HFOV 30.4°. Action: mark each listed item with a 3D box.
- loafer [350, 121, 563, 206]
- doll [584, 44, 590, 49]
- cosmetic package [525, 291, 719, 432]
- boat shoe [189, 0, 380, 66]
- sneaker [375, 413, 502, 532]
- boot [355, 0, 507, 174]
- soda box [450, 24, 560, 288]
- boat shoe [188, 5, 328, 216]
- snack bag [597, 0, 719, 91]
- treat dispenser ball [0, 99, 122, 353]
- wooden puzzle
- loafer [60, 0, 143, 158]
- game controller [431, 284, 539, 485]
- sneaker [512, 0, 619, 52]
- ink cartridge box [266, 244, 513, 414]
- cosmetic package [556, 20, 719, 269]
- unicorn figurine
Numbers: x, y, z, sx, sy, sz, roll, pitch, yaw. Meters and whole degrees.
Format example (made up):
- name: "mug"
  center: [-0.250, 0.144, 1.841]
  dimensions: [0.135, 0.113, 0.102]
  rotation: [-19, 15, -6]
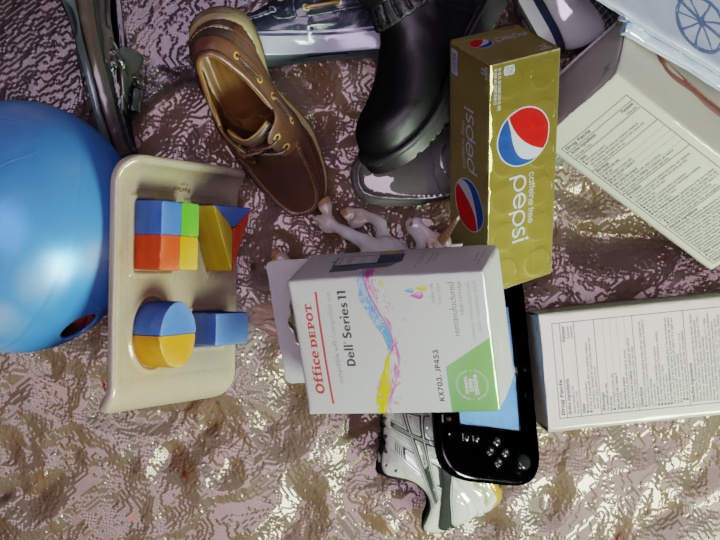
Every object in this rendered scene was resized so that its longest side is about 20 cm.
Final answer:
- name: "loafer"
  center: [0.088, -0.100, 1.145]
  dimensions: [0.197, 0.070, 0.071]
  rotation: [-15, 91, -1]
- name: "doll"
  center: [0.233, -0.242, 1.156]
  dimensions: [0.197, 0.049, 0.138]
  rotation: [4, 112, 0]
- name: "cosmetic package"
  center: [0.249, 0.077, 1.150]
  dimensions: [0.197, 0.073, 0.105]
  rotation: [-4, 91, -1]
- name: "boat shoe"
  center: [-0.052, -0.229, 1.145]
  dimensions: [0.197, 0.071, 0.092]
  rotation: [-5, 90, -9]
- name: "sneaker"
  center: [0.040, 0.136, 1.145]
  dimensions: [0.087, 0.076, 0.201]
  rotation: [-32, 89, 4]
- name: "boot"
  center: [0.017, -0.203, 1.073]
  dimensions: [0.157, 0.079, 0.213]
  rotation: [39, 69, -30]
- name: "soda box"
  center: [0.115, -0.088, 1.069]
  dimensions: [0.067, 0.064, 0.202]
  rotation: [-16, 123, -23]
- name: "boat shoe"
  center: [-0.089, -0.120, 1.105]
  dimensions: [0.071, 0.068, 0.201]
  rotation: [-17, 125, 17]
- name: "snack bag"
  center: [0.236, -0.264, 1.074]
  dimensions: [0.198, 0.021, 0.190]
  rotation: [27, 62, -13]
- name: "treat dispenser ball"
  center: [-0.277, -0.035, 1.072]
  dimensions: [0.198, 0.201, 0.204]
  rotation: [0, 91, -1]
- name: "wooden puzzle"
  center: [-0.141, 0.012, 1.086]
  dimensions: [0.046, 0.185, 0.203]
  rotation: [6, 92, 24]
- name: "loafer"
  center: [-0.216, -0.195, 1.140]
  dimensions: [0.062, 0.072, 0.203]
  rotation: [-15, 89, -7]
- name: "game controller"
  center: [0.101, 0.081, 1.120]
  dimensions: [0.103, 0.042, 0.203]
  rotation: [15, 62, -38]
- name: "sneaker"
  center: [0.147, -0.280, 1.109]
  dimensions: [0.080, 0.076, 0.202]
  rotation: [-26, 94, 6]
- name: "ink cartridge box"
  center: [0.014, 0.049, 1.046]
  dimensions: [0.197, 0.067, 0.119]
  rotation: [-3, 108, 18]
- name: "cosmetic package"
  center: [0.258, -0.105, 1.101]
  dimensions: [0.199, 0.103, 0.088]
  rotation: [35, 47, -17]
- name: "unicorn figurine"
  center: [0.000, 0.000, 1.122]
  dimensions: [0.137, 0.074, 0.201]
  rotation: [44, 108, 30]
